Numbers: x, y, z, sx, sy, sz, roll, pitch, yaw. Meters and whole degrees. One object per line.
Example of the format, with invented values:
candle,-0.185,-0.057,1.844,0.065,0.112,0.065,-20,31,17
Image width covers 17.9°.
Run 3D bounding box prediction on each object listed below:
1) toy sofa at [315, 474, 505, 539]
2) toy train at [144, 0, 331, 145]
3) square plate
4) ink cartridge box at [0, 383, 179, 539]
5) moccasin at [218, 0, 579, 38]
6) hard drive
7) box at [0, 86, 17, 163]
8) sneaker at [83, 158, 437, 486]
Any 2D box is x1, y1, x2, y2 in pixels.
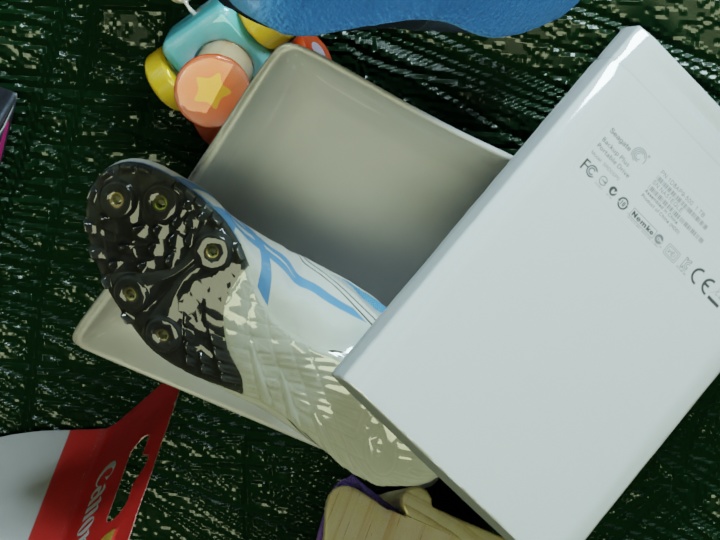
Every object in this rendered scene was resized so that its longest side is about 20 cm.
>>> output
toy sofa,-0.007,0.202,1.089,0.097,0.083,0.201,23,78,-7
toy train,-0.031,-0.131,0.984,0.149,0.056,0.201,6,120,9
square plate,0.000,0.000,1.042,0.199,0.029,0.198,24,125,-22
ink cartridge box,-0.174,0.129,1.099,0.050,0.161,0.200,39,120,-16
moccasin,0.016,-0.138,0.918,0.068,0.199,0.081,30,113,41
hard drive,0.099,0.013,0.987,0.132,0.027,0.200,43,79,-16
box,-0.276,-0.043,1.052,0.199,0.106,0.123,20,123,-1
sneaker,-0.038,0.020,1.002,0.200,0.073,0.072,39,111,-13
